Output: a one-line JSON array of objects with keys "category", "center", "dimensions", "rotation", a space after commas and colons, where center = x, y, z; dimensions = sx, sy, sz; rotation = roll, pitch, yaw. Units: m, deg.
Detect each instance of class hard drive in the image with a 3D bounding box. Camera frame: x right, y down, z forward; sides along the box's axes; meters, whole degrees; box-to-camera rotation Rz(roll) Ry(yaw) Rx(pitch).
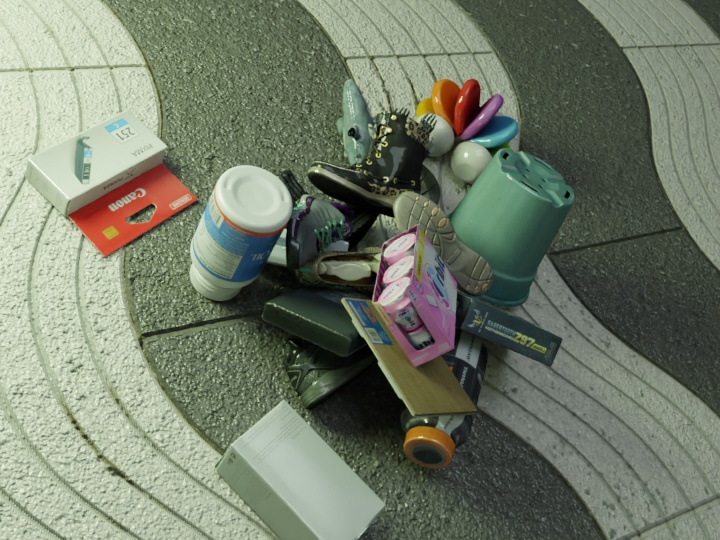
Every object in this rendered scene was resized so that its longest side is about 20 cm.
[{"category": "hard drive", "center": [-0.035, 0.061, 1.412], "dimensions": [0.139, 0.033, 0.200], "rotation": [23, 18, 19]}]

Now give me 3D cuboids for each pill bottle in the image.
[{"category": "pill bottle", "center": [0.120, 0.189, 1.432], "dimensions": [0.106, 0.106, 0.201], "rotation": [27, 47, -7]}, {"category": "pill bottle", "center": [-0.178, -0.046, 1.385], "dimensions": [0.111, 0.200, 0.113], "rotation": [14, 51, -18]}]

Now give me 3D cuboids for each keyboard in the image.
[{"category": "keyboard", "center": [-0.120, -0.036, 1.485], "dimensions": [0.198, 0.011, 0.057], "rotation": [12, 80, 0]}]

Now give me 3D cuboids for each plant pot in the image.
[{"category": "plant pot", "center": [0.240, -0.080, 1.604], "dimensions": [0.199, 0.197, 0.201], "rotation": [21, 32, -14]}]

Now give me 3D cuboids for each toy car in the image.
[{"category": "toy car", "center": [0.205, -0.275, 1.796], "dimensions": [0.199, 0.150, 0.175], "rotation": [35, 47, 0]}]

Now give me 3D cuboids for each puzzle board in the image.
[{"category": "puzzle board", "center": [0.065, 0.121, 1.349], "dimensions": [0.150, 0.017, 0.201], "rotation": [7, 42, -51]}]

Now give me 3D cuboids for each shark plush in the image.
[{"category": "shark plush", "center": [-0.017, -0.227, 1.690], "dimensions": [0.090, 0.083, 0.202], "rotation": [5, 67, 15]}]

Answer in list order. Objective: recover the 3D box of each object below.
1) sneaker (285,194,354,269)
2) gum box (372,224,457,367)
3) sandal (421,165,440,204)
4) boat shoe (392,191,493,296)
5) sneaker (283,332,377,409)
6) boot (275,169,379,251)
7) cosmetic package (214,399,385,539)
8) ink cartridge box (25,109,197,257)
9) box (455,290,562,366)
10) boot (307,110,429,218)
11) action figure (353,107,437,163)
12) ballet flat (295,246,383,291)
[{"category": "sneaker", "center": [-0.056, -0.060, 1.406], "dimensions": [0.087, 0.075, 0.200], "rotation": [4, 26, 4]}, {"category": "gum box", "center": [0.079, 0.035, 1.370], "dimensions": [0.114, 0.066, 0.200], "rotation": [55, 20, -20]}, {"category": "sandal", "center": [0.078, -0.160, 1.710], "dimensions": [0.079, 0.058, 0.202], "rotation": [-8, 45, -22]}, {"category": "boat shoe", "center": [0.120, -0.037, 1.510], "dimensions": [0.076, 0.072, 0.200], "rotation": [-41, 94, -9]}, {"category": "sneaker", "center": [-0.033, 0.109, 1.430], "dimensions": [0.199, 0.076, 0.115], "rotation": [-30, 79, -34]}, {"category": "boot", "center": [-0.070, -0.101, 1.566], "dimensions": [0.158, 0.080, 0.211], "rotation": [45, 49, 9]}, {"category": "cosmetic package", "center": [-0.078, 0.284, 1.274], "dimensions": [0.200, 0.081, 0.113], "rotation": [47, 49, 9]}, {"category": "ink cartridge box", "center": [-0.366, -0.136, 1.460], "dimensions": [0.176, 0.045, 0.200], "rotation": [43, 48, 9]}, {"category": "box", "center": [0.205, 0.081, 1.514], "dimensions": [0.157, 0.200, 0.051], "rotation": [22, 92, -11]}, {"category": "boot", "center": [0.020, -0.176, 1.526], "dimensions": [0.199, 0.073, 0.152], "rotation": [18, 78, -22]}, {"category": "action figure", "center": [0.062, -0.209, 1.642], "dimensions": [0.118, 0.103, 0.201], "rotation": [19, 43, 4]}, {"category": "ballet flat", "center": [0.000, 0.000, 1.454], "dimensions": [0.199, 0.075, 0.069], "rotation": [-1, 95, -35]}]
